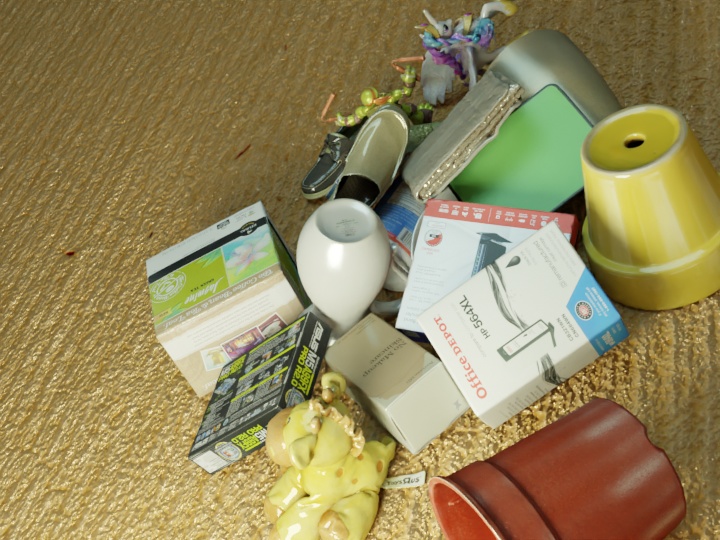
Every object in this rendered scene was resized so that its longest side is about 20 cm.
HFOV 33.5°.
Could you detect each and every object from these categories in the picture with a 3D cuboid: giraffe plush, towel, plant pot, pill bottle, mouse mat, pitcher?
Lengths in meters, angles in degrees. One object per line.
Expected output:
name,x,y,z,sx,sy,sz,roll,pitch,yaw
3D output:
giraffe plush,-0.045,0.218,1.383,0.198,0.163,0.173,-24,36,9
towel,0.134,-0.181,1.592,0.200,0.034,0.133,-46,18,8
towel,0.096,-0.203,1.802,0.146,0.037,0.200,-13,7,-17
plant pot,0.354,-0.089,1.449,0.198,0.190,0.202,-18,37,14
plant pot,0.289,-0.205,1.659,0.186,0.188,0.200,-35,49,-8
plant pot,0.202,0.240,1.181,0.194,0.202,0.201,-30,35,-15
pill bottle,0.079,-0.077,1.689,0.111,0.113,0.201,8,49,40
mouse mat,0.218,-0.138,1.569,0.199,0.008,0.162,-38,59,6
pitcher,0.000,0.000,1.559,0.169,0.201,0.122,-14,50,-15

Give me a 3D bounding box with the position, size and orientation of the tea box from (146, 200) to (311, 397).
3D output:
tea box,-0.186,0.038,1.715,0.198,0.134,0.198,-28,37,3

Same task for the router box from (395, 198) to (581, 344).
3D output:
router box,0.161,0.010,1.495,0.197,0.049,0.182,7,71,22

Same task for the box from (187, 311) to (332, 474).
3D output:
box,-0.130,0.160,1.548,0.199,0.044,0.161,-33,28,39

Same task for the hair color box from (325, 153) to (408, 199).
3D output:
hair color box,0.007,-0.137,1.751,0.100,0.060,0.200,-50,3,-5

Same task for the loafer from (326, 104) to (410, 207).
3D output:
loafer,0.012,-0.131,1.615,0.202,0.075,0.068,-64,8,-2

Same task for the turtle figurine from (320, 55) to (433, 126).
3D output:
turtle figurine,0.050,-0.257,1.866,0.199,0.161,0.065,-30,65,25

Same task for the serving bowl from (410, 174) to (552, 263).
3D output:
serving bowl,0.168,-0.024,1.581,0.197,0.066,0.203,-8,62,15

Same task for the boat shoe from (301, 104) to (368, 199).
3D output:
boat shoe,-0.032,-0.200,1.946,0.201,0.066,0.071,-46,39,-21

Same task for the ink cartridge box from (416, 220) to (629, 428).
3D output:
ink cartridge box,0.187,0.065,1.385,0.199,0.084,0.147,-36,66,6

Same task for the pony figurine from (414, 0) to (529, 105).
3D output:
pony figurine,0.174,-0.342,1.896,0.198,0.195,0.166,-22,35,-23

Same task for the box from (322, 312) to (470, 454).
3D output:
box,0.040,0.135,1.467,0.095,0.078,0.200,-39,27,-11
